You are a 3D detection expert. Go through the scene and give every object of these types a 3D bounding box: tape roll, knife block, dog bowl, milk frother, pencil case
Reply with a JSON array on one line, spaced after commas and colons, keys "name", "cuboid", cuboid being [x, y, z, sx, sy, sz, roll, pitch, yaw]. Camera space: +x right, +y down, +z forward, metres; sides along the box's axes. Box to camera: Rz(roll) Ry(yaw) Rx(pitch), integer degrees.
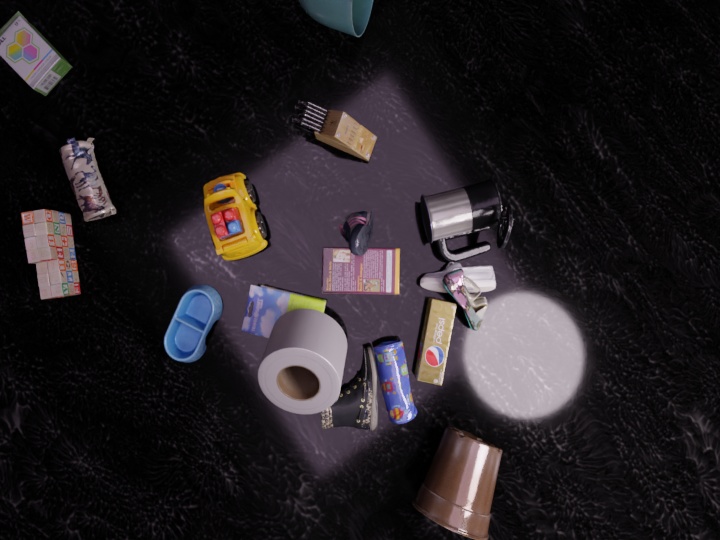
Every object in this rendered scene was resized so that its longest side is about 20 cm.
[{"name": "tape roll", "cuboid": [-0.133, 0.216, 1.245, 0.194, 0.141, 0.209, 3, 123, 5]}, {"name": "knife block", "cuboid": [-0.076, -0.358, 1.336, 0.173, 0.197, 0.066, 24, 91, 44]}, {"name": "dog bowl", "cuboid": [-0.426, 0.135, 1.326, 0.108, 0.050, 0.206, 25, 89, -1]}, {"name": "milk frother", "cuboid": [0.255, -0.122, 1.262, 0.181, 0.200, 0.188, -14, 84, -1]}, {"name": "pencil case", "cuboid": [-0.674, -0.222, 1.307, 0.087, 0.078, 0.207, -21, 90, 19]}, {"name": "pencil case", "cuboid": [0.090, 0.278, 1.323, 0.076, 0.085, 0.208, -13, 90, 40]}]

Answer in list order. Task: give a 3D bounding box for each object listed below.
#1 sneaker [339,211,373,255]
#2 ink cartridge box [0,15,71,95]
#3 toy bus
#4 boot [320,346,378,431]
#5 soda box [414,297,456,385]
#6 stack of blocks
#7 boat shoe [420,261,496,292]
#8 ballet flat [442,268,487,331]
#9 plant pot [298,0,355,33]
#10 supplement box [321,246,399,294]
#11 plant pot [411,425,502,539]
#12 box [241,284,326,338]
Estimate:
[{"name": "sneaker", "cuboid": [-0.018, -0.089, 1.270, 0.079, 0.201, 0.073, 2, 112, 10]}, {"name": "ink cartridge box", "cuboid": [-0.836, -0.553, 1.313, 0.104, 0.059, 0.200, -44, 91, -1]}, {"name": "toy bus", "cuboid": [-0.318, -0.136, 1.259, 0.131, 0.192, 0.207, -18, 89, 0]}, {"name": "boot", "cuboid": [-0.029, 0.300, 1.323, 0.147, 0.073, 0.213, -2, 90, 1]}, {"name": "soda box", "cuboid": [0.188, 0.177, 1.331, 0.065, 0.064, 0.208, 11, 89, -2]}, {"name": "stack of blocks", "cuboid": [-0.754, -0.038, 1.287, 0.056, 0.115, 0.209, -8, 91, -1]}, {"name": "boat shoe", "cuboid": [0.247, 0.013, 1.334, 0.191, 0.072, 0.071, -1, 71, 4]}, {"name": "ballet flat", "cuboid": [0.269, 0.073, 1.290, 0.069, 0.070, 0.202, -26, 124, 16]}, {"name": "plant pot", "cuboid": [-0.062, -0.690, 1.269, 0.155, 0.200, 0.208, 15, 90, 11]}, {"name": "supplement box", "cuboid": [0.000, 0.000, 1.317, 0.191, 0.086, 0.115, 1, 91, -1]}, {"name": "plant pot", "cuboid": [0.248, 0.504, 1.278, 0.194, 0.200, 0.205, 22, 82, -1]}, {"name": "box", "cuboid": [-0.192, 0.115, 1.331, 0.192, 0.048, 0.127, 13, 90, -2]}]
